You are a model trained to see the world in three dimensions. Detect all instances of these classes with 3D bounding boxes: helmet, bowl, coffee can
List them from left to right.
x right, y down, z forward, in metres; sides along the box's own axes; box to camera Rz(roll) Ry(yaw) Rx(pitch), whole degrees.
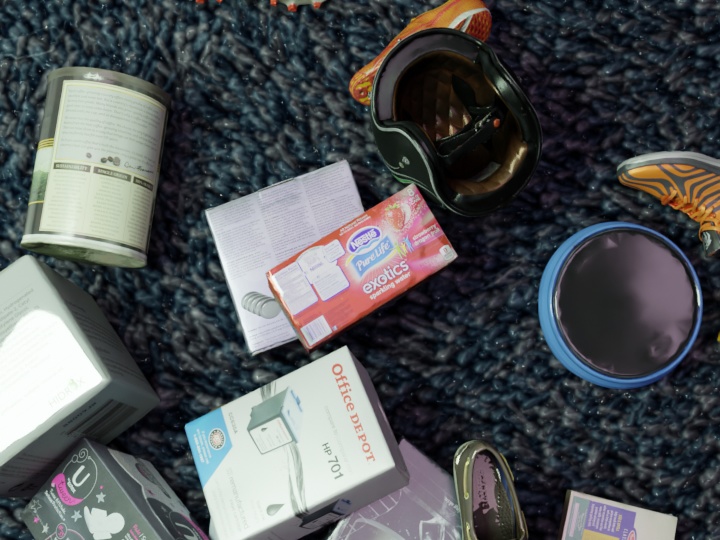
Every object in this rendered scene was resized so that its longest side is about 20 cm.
[{"bbox_3d":[-0.308,-0.116,1.127,0.144,0.146,0.203,7,81,0],"label":"coffee can"},{"bbox_3d":[0.103,-0.174,1.121,0.198,0.201,0.191,-31,43,-5],"label":"helmet"},{"bbox_3d":[0.316,0.040,1.165,0.197,0.039,0.204,0,83,-1],"label":"bowl"}]

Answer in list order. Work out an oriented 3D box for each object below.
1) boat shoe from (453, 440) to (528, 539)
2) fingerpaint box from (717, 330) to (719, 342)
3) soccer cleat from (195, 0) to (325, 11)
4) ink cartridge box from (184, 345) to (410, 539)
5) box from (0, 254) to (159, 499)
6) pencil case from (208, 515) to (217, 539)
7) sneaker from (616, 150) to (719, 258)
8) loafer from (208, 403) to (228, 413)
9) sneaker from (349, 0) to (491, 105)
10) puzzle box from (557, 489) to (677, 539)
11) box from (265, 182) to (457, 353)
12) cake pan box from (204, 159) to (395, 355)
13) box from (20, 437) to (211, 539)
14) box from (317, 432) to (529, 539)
[{"bbox_3d":[0.141,0.277,0.997,0.071,0.060,0.203,-9,81,-5],"label":"boat shoe"},{"bbox_3d":[0.540,0.078,1.102,0.197,0.167,0.074,20,84,3],"label":"fingerpaint box"},{"bbox_3d":[-0.127,-0.378,1.213,0.196,0.069,0.079,5,78,3],"label":"soccer cleat"},{"bbox_3d":[-0.067,0.194,1.021,0.198,0.086,0.148,-27,61,4],"label":"ink cartridge box"},{"bbox_3d":[-0.364,0.124,1.057,0.199,0.199,0.172,-36,77,-5],"label":"box"},{"bbox_3d":[-0.141,0.320,1.096,0.089,0.083,0.203,11,81,15],"label":"pencil case"},{"bbox_3d":[0.409,-0.078,1.169,0.196,0.078,0.114,6,80,0],"label":"sneaker"},{"bbox_3d":[-0.088,0.192,1.124,0.196,0.067,0.077,0,81,-1],"label":"loafer"},{"bbox_3d":[0.072,-0.274,1.208,0.198,0.073,0.078,-31,47,1],"label":"sneaker"},{"bbox_3d":[0.287,0.371,1.124,0.131,0.025,0.203,14,81,2],"label":"puzzle box"},{"bbox_3d":[0.000,0.000,1.092,0.198,0.096,0.101,-32,85,-7],"label":"box"},{"bbox_3d":[-0.069,-0.016,1.166,0.197,0.052,0.187,-21,84,-4],"label":"cake pan box"},{"bbox_3d":[-0.244,0.296,1.034,0.115,0.132,0.200,-48,57,0],"label":"box"},{"bbox_3d":[0.061,0.323,1.080,0.199,0.124,0.197,38,84,5],"label":"box"}]
